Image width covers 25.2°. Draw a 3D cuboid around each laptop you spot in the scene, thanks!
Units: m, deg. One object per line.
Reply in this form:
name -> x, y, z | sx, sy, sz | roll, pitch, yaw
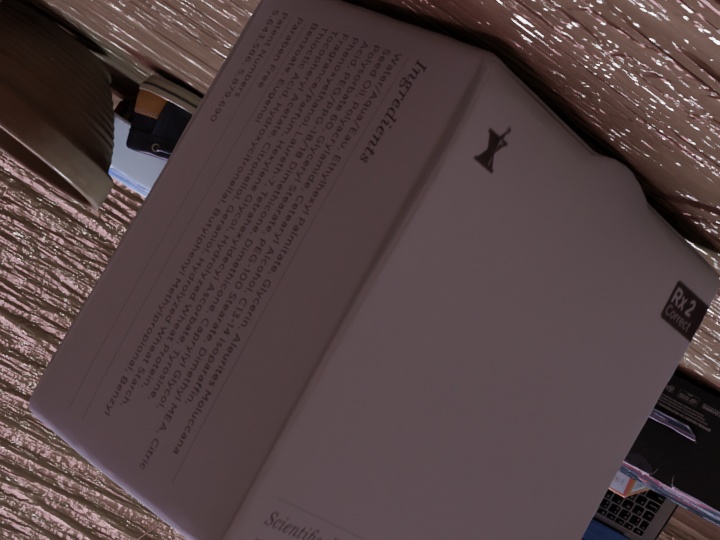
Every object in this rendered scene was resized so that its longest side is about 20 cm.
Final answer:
laptop -> 0.211, 0.180, 1.550 | 0.186, 0.200, 0.116 | 27, 151, 25

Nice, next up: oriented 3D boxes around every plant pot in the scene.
plant pot -> -0.257, -0.142, 1.239 | 0.200, 0.093, 0.201 | 35, 171, 6

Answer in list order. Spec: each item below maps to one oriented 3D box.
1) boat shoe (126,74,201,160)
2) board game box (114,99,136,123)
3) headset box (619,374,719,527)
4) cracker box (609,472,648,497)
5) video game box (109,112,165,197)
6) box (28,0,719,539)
boat shoe -> -0.089, -0.071, 1.197 | 0.199, 0.063, 0.074 | 31, 174, -29
board game box -> -0.161, -0.113, 1.449 | 0.120, 0.032, 0.200 | 36, 176, -16
headset box -> 0.234, 0.126, 1.196 | 0.148, 0.076, 0.200 | 28, 176, 25
cracker box -> 0.197, 0.137, 1.513 | 0.199, 0.058, 0.134 | 29, -167, 27
video game box -> -0.188, -0.090, 1.432 | 0.199, 0.047, 0.182 | 33, 178, -35
box -> 0.013, 0.028, 0.649 | 0.130, 0.201, 0.199 | 27, 175, 43
